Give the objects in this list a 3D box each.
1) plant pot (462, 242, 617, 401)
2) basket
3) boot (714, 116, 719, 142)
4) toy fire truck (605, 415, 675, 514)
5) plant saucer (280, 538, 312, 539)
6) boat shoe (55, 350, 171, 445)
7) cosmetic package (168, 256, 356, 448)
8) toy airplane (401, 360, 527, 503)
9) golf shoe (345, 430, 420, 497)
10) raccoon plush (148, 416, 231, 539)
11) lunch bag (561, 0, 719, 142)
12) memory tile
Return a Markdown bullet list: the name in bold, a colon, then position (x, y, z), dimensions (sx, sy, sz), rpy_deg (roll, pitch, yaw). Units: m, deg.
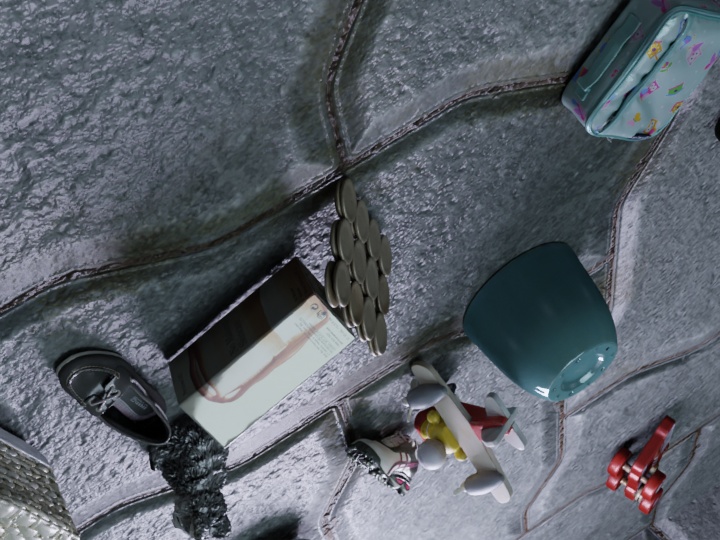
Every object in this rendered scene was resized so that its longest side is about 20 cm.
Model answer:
- **plant pot**: position (0.274, 0.087, 1.814), dimensions (0.199, 0.161, 0.202), rpy_deg (-27, 149, -18)
- **basket**: position (-0.409, 0.255, 1.338), dimensions (0.135, 0.124, 0.200), rpy_deg (-37, 150, -1)
- **boot**: position (0.610, -0.229, 1.821), dimensions (0.203, 0.074, 0.154), rpy_deg (-40, 153, 9)
- **toy fire truck**: position (0.620, 0.414, 2.717), dimensions (0.168, 0.112, 0.201), rpy_deg (-48, 155, -18)
- **plant saucer**: position (-0.145, 0.488, 2.040), dimensions (0.199, 0.050, 0.201), rpy_deg (-28, 149, -18)
- **boat shoe**: position (-0.268, 0.146, 1.417), dimensions (0.067, 0.057, 0.200), rpy_deg (-38, 151, 2)
- **cosmetic package**: position (-0.114, 0.092, 1.442), dimensions (0.200, 0.104, 0.087), rpy_deg (-41, 120, 4)
- **toy airplane**: position (0.146, 0.243, 1.855), dimensions (0.141, 0.200, 0.200), rpy_deg (-39, 152, -21)
- **golf shoe**: position (0.039, 0.280, 1.942), dimensions (0.089, 0.077, 0.200), rpy_deg (-56, 154, -7)
- **raccoon plush**: position (-0.186, 0.242, 1.561), dimensions (0.096, 0.134, 0.201), rpy_deg (-6, 138, -41)
- **lunch bag**: position (0.339, -0.242, 1.502), dimensions (0.159, 0.077, 0.201), rpy_deg (-3, 136, -45)
- **memory tile**: position (0.000, 0.000, 1.432), dimensions (0.017, 0.155, 0.200), rpy_deg (-4, 155, 16)
